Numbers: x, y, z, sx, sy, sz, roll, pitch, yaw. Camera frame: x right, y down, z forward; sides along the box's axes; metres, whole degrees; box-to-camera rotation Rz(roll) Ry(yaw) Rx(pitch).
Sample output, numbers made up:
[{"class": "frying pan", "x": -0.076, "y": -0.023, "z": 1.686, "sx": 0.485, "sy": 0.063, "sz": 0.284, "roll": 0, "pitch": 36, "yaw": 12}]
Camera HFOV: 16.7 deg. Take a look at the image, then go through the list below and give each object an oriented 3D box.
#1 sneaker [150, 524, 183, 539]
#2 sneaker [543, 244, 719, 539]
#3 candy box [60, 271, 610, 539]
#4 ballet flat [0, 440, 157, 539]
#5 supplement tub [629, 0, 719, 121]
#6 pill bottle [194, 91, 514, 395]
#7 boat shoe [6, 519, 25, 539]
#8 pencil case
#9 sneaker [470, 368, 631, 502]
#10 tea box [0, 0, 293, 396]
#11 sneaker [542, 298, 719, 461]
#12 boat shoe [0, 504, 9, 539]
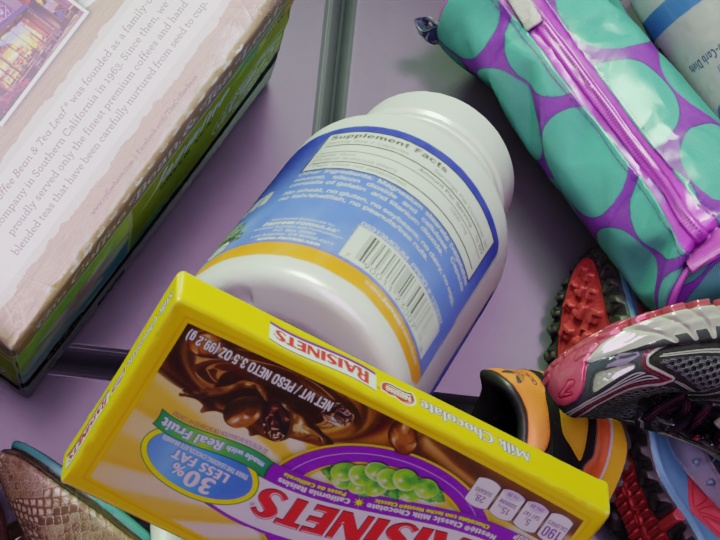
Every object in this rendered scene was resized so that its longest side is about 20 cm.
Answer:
[{"class": "sneaker", "x": -0.024, "y": 0.158, "z": 1.037, "sx": 0.114, "sy": 0.073, "sz": 0.201, "roll": -10, "pitch": 60, "yaw": -47}, {"class": "sneaker", "x": 0.154, "y": 0.081, "z": 1.148, "sx": 0.095, "sy": 0.079, "sz": 0.201, "roll": -12, "pitch": 78, "yaw": -32}, {"class": "candy box", "x": -0.009, "y": 0.086, "z": 0.981, "sx": 0.199, "sy": 0.026, "sz": 0.102, "roll": 27, "pitch": 119, "yaw": -15}, {"class": "ballet flat", "x": -0.090, "y": 0.151, "z": 1.083, "sx": 0.199, "sy": 0.070, "sz": 0.066, "roll": 35, "pitch": 82, "yaw": -18}, {"class": "supplement tub", "x": 0.227, "y": -0.082, "z": 1.140, "sx": 0.131, "sy": 0.132, "sz": 0.201, "roll": -31, "pitch": 84, "yaw": -9}, {"class": "pill bottle", "x": 0.000, "y": 0.000, "z": 1.073, "sx": 0.112, "sy": 0.112, "sz": 0.200, "roll": 34, "pitch": 35, "yaw": 1}, {"class": "boat shoe", "x": -0.179, "y": 0.181, "z": 1.093, "sx": 0.071, "sy": 0.065, "sz": 0.200, "roll": 43, "pitch": 78, "yaw": 2}, {"class": "pencil case", "x": 0.115, "y": -0.068, "z": 1.119, "sx": 0.085, "sy": 0.092, "sz": 0.200, "roll": -40, "pitch": 65, "yaw": 6}, {"class": "sneaker", "x": 0.041, "y": 0.135, "z": 1.093, "sx": 0.090, "sy": 0.070, "sz": 0.201, "roll": 28, "pitch": 88, "yaw": -41}, {"class": "tea box", "x": -0.140, "y": -0.069, "z": 1.070, "sx": 0.133, "sy": 0.197, "sz": 0.200, "roll": 36, "pitch": 80, "yaw": 1}, {"class": "sneaker", "x": 0.169, "y": 0.060, "z": 1.067, "sx": 0.199, "sy": 0.081, "sz": 0.075, "roll": 9, "pitch": 67, "yaw": -31}, {"class": "boat shoe", "x": -0.188, "y": 0.106, "z": 1.059, "sx": 0.072, "sy": 0.072, "sz": 0.201, "roll": -12, "pitch": 52, "yaw": -14}]
